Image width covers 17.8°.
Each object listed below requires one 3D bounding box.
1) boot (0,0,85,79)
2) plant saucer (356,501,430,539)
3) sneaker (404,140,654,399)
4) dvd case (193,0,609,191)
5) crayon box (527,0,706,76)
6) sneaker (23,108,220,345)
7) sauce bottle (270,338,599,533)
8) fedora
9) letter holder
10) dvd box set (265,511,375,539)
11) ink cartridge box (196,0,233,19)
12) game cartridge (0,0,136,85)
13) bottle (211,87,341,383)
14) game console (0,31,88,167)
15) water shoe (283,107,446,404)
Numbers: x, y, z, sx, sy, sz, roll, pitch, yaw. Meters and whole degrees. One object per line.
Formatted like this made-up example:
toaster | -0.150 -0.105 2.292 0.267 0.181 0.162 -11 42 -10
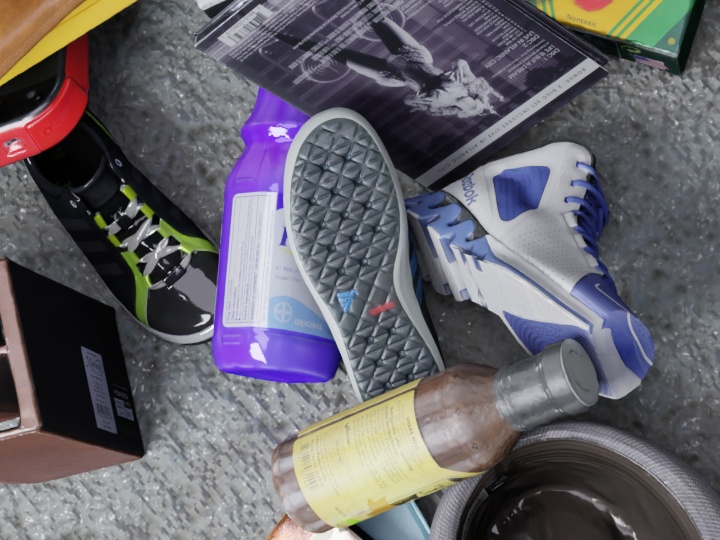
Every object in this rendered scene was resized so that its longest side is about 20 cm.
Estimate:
boot | -0.192 -0.210 1.400 0.200 0.068 0.189 -38 50 12
plant saucer | 0.039 0.216 1.386 0.070 0.019 0.201 -32 76 5
sneaker | 0.114 -0.019 1.352 0.115 0.081 0.199 -37 43 -16
dvd case | 0.026 -0.127 1.339 0.148 0.199 0.016 -34 41 34
crayon box | 0.167 -0.235 1.418 0.126 0.051 0.201 16 84 14
sneaker | -0.156 -0.033 1.432 0.072 0.083 0.200 -44 75 2
sauce bottle | 0.042 0.092 1.305 0.199 0.065 0.065 -24 76 31
fedora | 0.132 0.185 1.328 0.200 0.090 0.177 41 79 21
letter holder | -0.231 0.073 1.370 0.141 0.200 0.101 -16 78 9
dvd box set | -0.036 0.254 1.377 0.146 0.029 0.201 39 96 17
ink cartridge box | -0.090 -0.272 1.484 0.094 0.037 0.201 -22 80 7
game cartridge | -0.209 -0.212 1.451 0.176 0.032 0.201 -32 45 4
bottle | -0.044 -0.034 1.410 0.065 0.083 0.202 -3 78 41
game console | -0.262 -0.125 1.455 0.199 0.031 0.178 -18 47 16
water shoe | 0.000 0.000 1.372 0.071 0.079 0.202 -14 101 1
